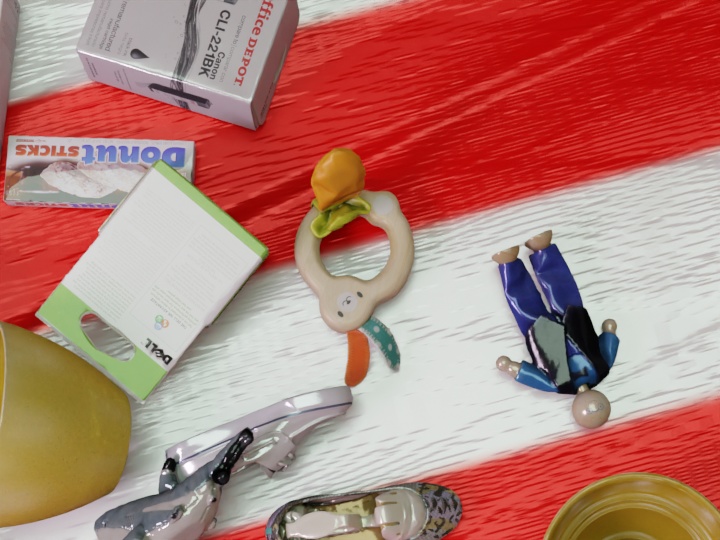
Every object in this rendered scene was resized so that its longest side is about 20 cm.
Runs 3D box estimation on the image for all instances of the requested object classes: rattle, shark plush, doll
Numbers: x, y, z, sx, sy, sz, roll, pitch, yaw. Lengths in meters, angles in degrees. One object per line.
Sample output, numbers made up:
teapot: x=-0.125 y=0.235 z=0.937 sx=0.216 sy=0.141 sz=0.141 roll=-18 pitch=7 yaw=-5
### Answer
rattle: x=0.000 y=0.000 z=1.646 sx=0.129 sy=0.143 sz=0.202 roll=8 pitch=69 yaw=-15
shark plush: x=-0.185 y=0.219 z=1.596 sx=0.200 sy=0.090 sz=0.084 roll=-50 pitch=49 yaw=27
doll: x=0.197 y=0.067 z=1.666 sx=0.135 sy=0.048 sz=0.201 roll=-23 pitch=83 yaw=-14

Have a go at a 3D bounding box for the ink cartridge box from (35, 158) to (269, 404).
ink cartridge box: x=-0.210 y=0.012 z=1.666 sx=0.148 sy=0.076 sz=0.200 roll=39 pitch=85 yaw=-2

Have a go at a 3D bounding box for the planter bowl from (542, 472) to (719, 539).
planter bowl: x=0.266 y=0.301 z=1.588 sx=0.198 sy=0.084 sz=0.203 roll=0 pitch=76 yaw=1

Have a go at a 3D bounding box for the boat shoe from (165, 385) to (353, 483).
boat shoe: x=-0.094 y=0.174 z=1.643 sx=0.198 sy=0.074 sz=0.066 roll=-22 pitch=81 yaw=6

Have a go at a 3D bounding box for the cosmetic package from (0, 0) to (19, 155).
cosmetic package: x=-0.427 y=-0.207 z=1.733 sx=0.106 sy=0.085 sz=0.202 roll=3 pitch=75 yaw=0

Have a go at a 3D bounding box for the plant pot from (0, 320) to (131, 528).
plant pot: x=-0.306 y=0.159 z=1.602 sx=0.141 sy=0.200 sz=0.202 roll=11 pitch=75 yaw=-25

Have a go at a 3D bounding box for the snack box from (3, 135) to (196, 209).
snack box: x=-0.274 y=-0.102 z=1.733 sx=0.198 sy=0.024 sz=0.073 roll=2 pitch=77 yaw=2

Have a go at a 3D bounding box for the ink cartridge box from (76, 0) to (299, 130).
ink cartridge box: x=-0.179 y=-0.252 z=1.737 sx=0.198 sy=0.084 sz=0.146 roll=17 pitch=76 yaw=5

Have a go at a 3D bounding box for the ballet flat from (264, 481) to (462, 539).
ballet flat: x=0.003 y=0.248 z=1.617 sx=0.198 sy=0.072 sz=0.073 roll=-8 pitch=76 yaw=-1
